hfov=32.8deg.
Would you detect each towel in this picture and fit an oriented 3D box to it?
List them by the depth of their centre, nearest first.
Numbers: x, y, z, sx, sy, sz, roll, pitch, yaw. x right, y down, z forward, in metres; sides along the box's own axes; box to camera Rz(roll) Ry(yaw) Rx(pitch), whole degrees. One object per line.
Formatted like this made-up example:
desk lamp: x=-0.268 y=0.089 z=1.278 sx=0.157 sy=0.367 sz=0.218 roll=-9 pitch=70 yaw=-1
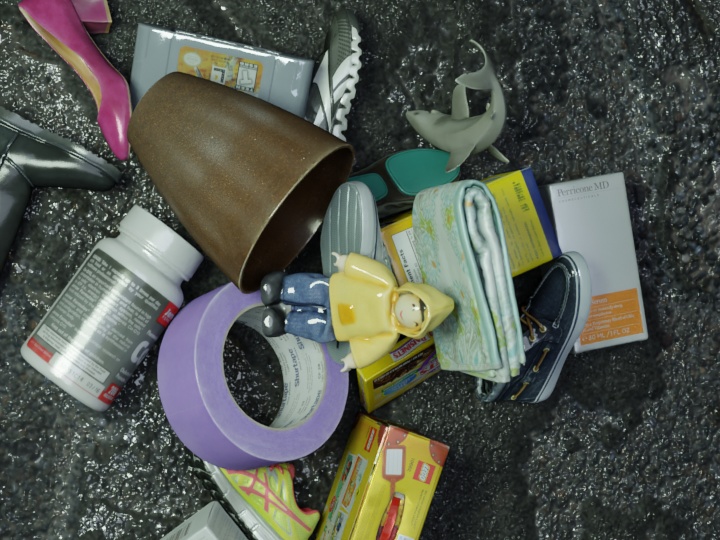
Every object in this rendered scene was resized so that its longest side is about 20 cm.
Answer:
towel: x=0.105 y=0.011 z=1.263 sx=0.048 sy=0.171 sz=0.203 roll=-11 pitch=93 yaw=-17

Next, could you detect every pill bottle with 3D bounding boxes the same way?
pill bottle: x=-0.263 y=0.039 z=1.317 sx=0.113 sy=0.114 sz=0.201 roll=37 pitch=82 yaw=-11

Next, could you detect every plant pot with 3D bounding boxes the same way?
plant pot: x=-0.139 y=-0.112 z=1.268 sx=0.199 sy=0.187 sz=0.187 roll=38 pitch=81 yaw=11

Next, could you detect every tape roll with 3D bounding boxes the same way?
tape roll: x=-0.115 y=0.111 z=1.326 sx=0.198 sy=0.085 sz=0.203 roll=13 pitch=69 yaw=-36

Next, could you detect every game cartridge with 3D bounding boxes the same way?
game cartridge: x=-0.158 y=-0.187 z=1.346 sx=0.197 sy=0.042 sz=0.135 roll=12 pitch=101 yaw=1

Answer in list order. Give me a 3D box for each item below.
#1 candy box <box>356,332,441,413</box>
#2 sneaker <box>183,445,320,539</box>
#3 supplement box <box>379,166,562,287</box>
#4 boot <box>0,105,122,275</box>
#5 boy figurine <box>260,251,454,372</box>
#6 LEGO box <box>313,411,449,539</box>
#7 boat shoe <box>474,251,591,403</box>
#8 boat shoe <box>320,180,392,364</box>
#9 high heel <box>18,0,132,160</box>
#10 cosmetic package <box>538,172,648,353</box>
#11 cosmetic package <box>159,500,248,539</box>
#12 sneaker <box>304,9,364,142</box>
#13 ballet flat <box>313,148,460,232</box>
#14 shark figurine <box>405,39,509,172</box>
candy box: x=0.086 y=0.090 z=1.410 sx=0.198 sy=0.103 sz=0.027 roll=-30 pitch=67 yaw=-11
sneaker: x=-0.121 y=0.237 z=1.379 sx=0.090 sy=0.078 sz=0.201 roll=-41 pitch=105 yaw=-18
supplement box: x=0.111 y=-0.031 z=1.409 sx=0.198 sy=0.109 sz=0.110 roll=-22 pitch=95 yaw=-13
boot: x=-0.370 y=-0.053 z=1.314 sx=0.163 sy=0.066 sz=0.202 roll=25 pitch=81 yaw=-4
boy figurine: x=-0.002 y=0.045 z=1.254 sx=0.197 sy=0.064 sz=0.126 roll=4 pitch=97 yaw=23
LEGO box: x=0.014 y=0.270 z=1.366 sx=0.076 sy=0.149 sz=0.202 roll=20 pitch=86 yaw=-12
boat shoe: x=0.197 y=0.071 z=1.408 sx=0.090 sy=0.071 sz=0.202 roll=-2 pitch=121 yaw=-28
boat shoe: x=0.000 y=0.000 z=1.325 sx=0.066 sy=0.073 sz=0.203 roll=-10 pitch=114 yaw=-40
high heel: x=-0.304 y=-0.209 z=1.316 sx=0.095 sy=0.067 sz=0.203 roll=-10 pitch=80 yaw=-22
cosmetic package: x=0.274 y=-0.009 z=1.468 sx=0.100 sy=0.071 sz=0.203 roll=-11 pitch=92 yaw=-13
cosmetic package: x=-0.142 y=0.369 z=1.356 sx=0.101 sy=0.074 sz=0.201 roll=-35 pitch=100 yaw=11
sneaker: x=-0.051 y=-0.203 z=1.391 sx=0.089 sy=0.066 sz=0.203 roll=10 pitch=90 yaw=-16
ballet flat: x=0.025 y=-0.091 z=1.411 sx=0.198 sy=0.064 sz=0.068 roll=-19 pitch=72 yaw=-31
shark figurine: x=0.119 y=-0.153 z=1.348 sx=0.128 sy=0.214 sz=0.090 roll=40 pitch=70 yaw=-4
